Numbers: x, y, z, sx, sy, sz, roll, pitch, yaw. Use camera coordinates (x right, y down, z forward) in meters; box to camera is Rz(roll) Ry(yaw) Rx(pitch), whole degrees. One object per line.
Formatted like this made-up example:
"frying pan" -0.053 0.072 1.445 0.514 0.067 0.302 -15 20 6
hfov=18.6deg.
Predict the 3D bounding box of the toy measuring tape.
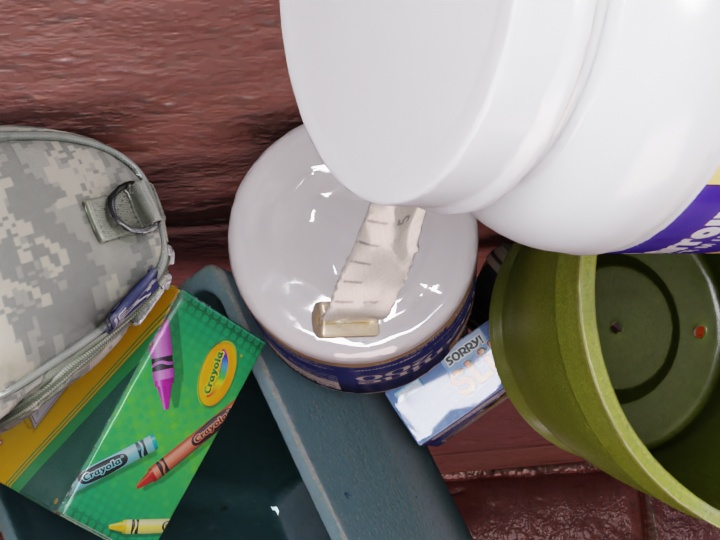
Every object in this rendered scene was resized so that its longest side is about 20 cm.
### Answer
"toy measuring tape" 0.013 -0.063 0.699 0.073 0.074 0.200 -2 140 -20

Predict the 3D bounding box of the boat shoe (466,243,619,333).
"boat shoe" 0.126 0.062 1.276 0.075 0.200 0.062 22 109 -47

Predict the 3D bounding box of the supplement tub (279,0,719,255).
"supplement tub" 0.095 -0.076 0.546 0.200 0.146 0.145 -1 169 -26

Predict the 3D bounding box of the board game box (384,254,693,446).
"board game box" 0.109 0.024 1.173 0.200 0.034 0.135 -35 173 2

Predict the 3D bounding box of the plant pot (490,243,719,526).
"plant pot" 0.150 0.020 0.985 0.200 0.201 0.193 -2 175 -19

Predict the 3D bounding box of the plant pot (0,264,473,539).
"plant pot" -0.048 0.141 1.195 0.196 0.197 0.200 -39 152 24

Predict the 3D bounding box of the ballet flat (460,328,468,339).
"ballet flat" 0.036 0.044 1.457 0.074 0.074 0.200 -8 170 16

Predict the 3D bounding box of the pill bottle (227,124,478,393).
"pill bottle" 0.000 0.000 1.042 0.111 0.111 0.200 -5 171 1

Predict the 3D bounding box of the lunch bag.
"lunch bag" -0.188 0.010 0.968 0.167 0.140 0.200 -20 180 -26

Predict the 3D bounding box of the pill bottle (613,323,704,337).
"pill bottle" 0.215 0.038 1.385 0.109 0.110 0.200 -14 167 42

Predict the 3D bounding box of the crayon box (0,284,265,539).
"crayon box" -0.142 0.057 1.092 0.058 0.119 0.200 34 169 -32
